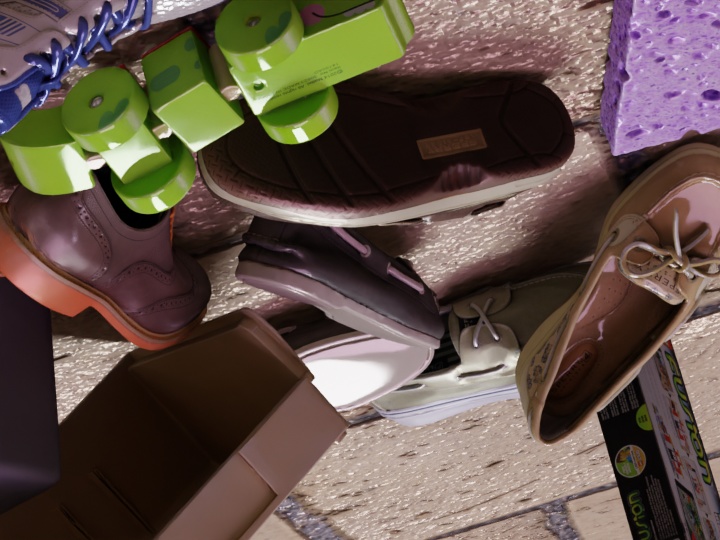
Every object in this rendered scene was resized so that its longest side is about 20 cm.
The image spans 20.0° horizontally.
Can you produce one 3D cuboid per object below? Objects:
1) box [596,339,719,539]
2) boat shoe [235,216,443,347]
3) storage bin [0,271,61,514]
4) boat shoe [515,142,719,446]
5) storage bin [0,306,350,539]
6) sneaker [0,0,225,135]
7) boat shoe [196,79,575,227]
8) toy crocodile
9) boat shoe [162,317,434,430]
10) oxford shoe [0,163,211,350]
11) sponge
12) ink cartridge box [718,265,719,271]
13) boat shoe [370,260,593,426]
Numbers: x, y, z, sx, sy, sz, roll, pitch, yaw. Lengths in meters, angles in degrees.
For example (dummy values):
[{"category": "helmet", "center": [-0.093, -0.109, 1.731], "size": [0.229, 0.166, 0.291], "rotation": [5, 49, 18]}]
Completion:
[{"category": "box", "center": [0.189, 0.110, 1.303], "size": [0.035, 0.201, 0.110], "rotation": [-23, 154, 20]}, {"category": "boat shoe", "center": [0.000, 0.000, 1.125], "size": [0.067, 0.057, 0.200], "rotation": [14, 174, 29]}, {"category": "storage bin", "center": [-0.231, 0.046, 1.023], "size": [0.145, 0.135, 0.200], "rotation": [-28, 153, 29]}, {"category": "boat shoe", "center": [0.159, 0.018, 1.179], "size": [0.073, 0.063, 0.201], "rotation": [26, 115, -10]}, {"category": "storage bin", "center": [-0.128, 0.131, 1.110], "size": [0.200, 0.094, 0.198], "rotation": [-47, -169, -26]}, {"category": "sneaker", "center": [-0.133, -0.095, 0.827], "size": [0.199, 0.089, 0.075], "rotation": [-13, 154, -6]}, {"category": "boat shoe", "center": [0.008, -0.049, 1.024], "size": [0.201, 0.075, 0.075], "rotation": [-2, 159, -25]}, {"category": "toy crocodile", "center": [-0.071, -0.084, 0.923], "size": [0.199, 0.062, 0.068], "rotation": [-24, 141, 10]}, {"category": "boat shoe", "center": [-0.053, 0.062, 1.265], "size": [0.199, 0.057, 0.067], "rotation": [-22, 133, 8]}, {"category": "oxford shoe", "center": [-0.115, -0.011, 1.044], "size": [0.073, 0.071, 0.200], "rotation": [-44, 161, 9]}, {"category": "sponge", "center": [0.179, -0.126, 0.998], "size": [0.111, 0.030, 0.200], "rotation": [-13, 156, -3]}, {"category": "ink cartridge box", "center": [0.310, 0.044, 1.227], "size": [0.145, 0.201, 0.145], "rotation": [-16, 156, 4]}, {"category": "boat shoe", "center": [0.079, 0.046, 1.269], "size": [0.199, 0.072, 0.062], "rotation": [-27, 147, 29]}]
